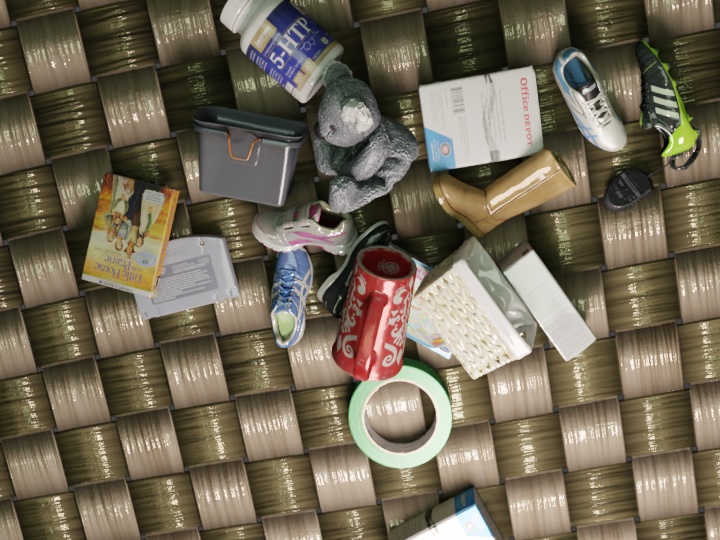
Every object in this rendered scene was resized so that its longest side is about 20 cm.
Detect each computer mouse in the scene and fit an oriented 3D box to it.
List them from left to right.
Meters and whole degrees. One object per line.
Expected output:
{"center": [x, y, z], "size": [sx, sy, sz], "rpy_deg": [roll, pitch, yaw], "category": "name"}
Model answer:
{"center": [0.516, -0.170, 1.491], "size": [0.198, 0.034, 0.059], "rpy_deg": [-33, 73, 5], "category": "computer mouse"}

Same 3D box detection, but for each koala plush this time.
{"center": [-0.007, -0.240, 1.409], "size": [0.181, 0.179, 0.202], "rpy_deg": [-22, 133, 2], "category": "koala plush"}

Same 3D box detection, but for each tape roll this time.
{"center": [0.075, 0.270, 1.598], "size": [0.196, 0.048, 0.205], "rpy_deg": [1, 102, 3], "category": "tape roll"}

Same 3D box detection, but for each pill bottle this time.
{"center": [-0.137, -0.396, 1.442], "size": [0.199, 0.120, 0.120], "rpy_deg": [39, 101, -4], "category": "pill bottle"}

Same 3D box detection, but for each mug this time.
{"center": [0.035, 0.083, 1.451], "size": [0.131, 0.178, 0.203], "rpy_deg": [-1, 123, -20], "category": "mug"}

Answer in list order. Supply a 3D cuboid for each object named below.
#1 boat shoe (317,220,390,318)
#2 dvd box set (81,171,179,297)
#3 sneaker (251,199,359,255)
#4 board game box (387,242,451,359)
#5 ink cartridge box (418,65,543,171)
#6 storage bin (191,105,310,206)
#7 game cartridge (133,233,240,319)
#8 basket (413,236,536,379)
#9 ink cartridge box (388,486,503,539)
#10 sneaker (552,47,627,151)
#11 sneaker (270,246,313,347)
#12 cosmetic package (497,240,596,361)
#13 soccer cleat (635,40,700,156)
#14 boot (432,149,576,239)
{"center": [0.000, 0.000, 1.523], "size": [0.061, 0.075, 0.201], "rpy_deg": [49, 120, 24], "category": "boat shoe"}
{"center": [-0.423, -0.065, 1.548], "size": [0.143, 0.029, 0.204], "rpy_deg": [14, 92, 9], "category": "dvd box set"}
{"center": [-0.098, -0.088, 1.506], "size": [0.195, 0.083, 0.089], "rpy_deg": [2, 144, -3], "category": "sneaker"}
{"center": [0.108, 0.056, 1.559], "size": [0.197, 0.034, 0.136], "rpy_deg": [29, 102, -2], "category": "board game box"}
{"center": [0.206, -0.263, 1.462], "size": [0.195, 0.084, 0.148], "rpy_deg": [-9, 101, 5], "category": "ink cartridge box"}
{"center": [-0.198, -0.195, 1.485], "size": [0.195, 0.146, 0.137], "rpy_deg": [9, 112, 2], "category": "storage bin"}
{"center": [-0.334, 0.006, 1.580], "size": [0.196, 0.041, 0.136], "rpy_deg": [-13, 104, 6], "category": "game cartridge"}
{"center": [0.198, 0.068, 1.461], "size": [0.123, 0.136, 0.201], "rpy_deg": [-35, 96, 24], "category": "basket"}
{"center": [0.168, 0.536, 1.626], "size": [0.197, 0.084, 0.148], "rpy_deg": [-29, 98, 10], "category": "ink cartridge box"}
{"center": [0.395, -0.290, 1.451], "size": [0.071, 0.073, 0.202], "rpy_deg": [-33, 99, 8], "category": "sneaker"}
{"center": [-0.127, 0.046, 1.552], "size": [0.074, 0.077, 0.205], "rpy_deg": [2, 100, 5], "category": "sneaker"}
{"center": [0.331, 0.053, 1.510], "size": [0.074, 0.102, 0.201], "rpy_deg": [-37, 96, 9], "category": "cosmetic package"}
{"center": [0.506, -0.292, 1.444], "size": [0.080, 0.068, 0.203], "rpy_deg": [-26, 96, 15], "category": "soccer cleat"}
{"center": [0.243, -0.152, 1.445], "size": [0.198, 0.067, 0.174], "rpy_deg": [-30, 138, 27], "category": "boot"}
